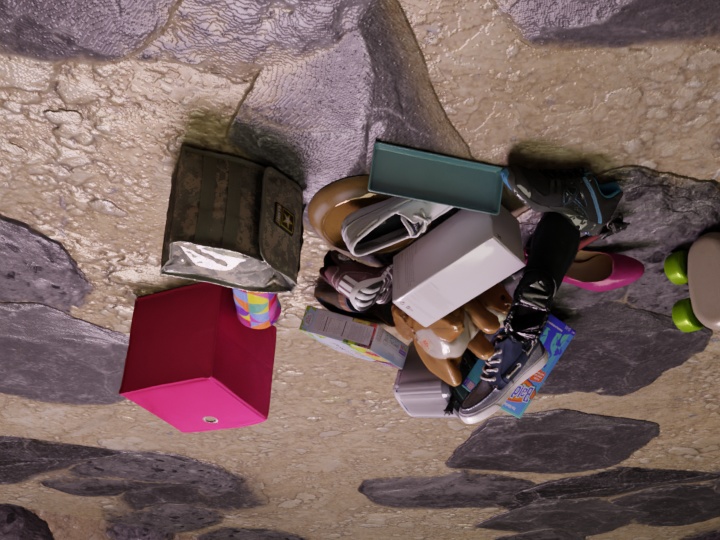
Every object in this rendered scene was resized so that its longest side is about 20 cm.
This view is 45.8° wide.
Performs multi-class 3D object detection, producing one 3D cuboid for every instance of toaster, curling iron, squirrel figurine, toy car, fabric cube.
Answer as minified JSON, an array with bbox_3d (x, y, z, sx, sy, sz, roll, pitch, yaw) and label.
[{"bbox_3d":[0.148,0.204,1.621,0.129,0.201,0.114,-10,131,35],"label":"toaster"},{"bbox_3d":[0.328,-0.037,1.343,0.199,0.026,0.050,-26,166,17],"label":"curling iron"},{"bbox_3d":[0.163,0.070,1.459,0.199,0.186,0.142,25,137,41],"label":"squirrel figurine"},{"bbox_3d":[0.629,0.021,1.381,0.199,0.159,0.164,4,164,-30],"label":"toy car"},{"bbox_3d":[-0.289,0.162,1.554,0.195,0.201,0.199,-11,147,20],"label":"fabric cube"}]

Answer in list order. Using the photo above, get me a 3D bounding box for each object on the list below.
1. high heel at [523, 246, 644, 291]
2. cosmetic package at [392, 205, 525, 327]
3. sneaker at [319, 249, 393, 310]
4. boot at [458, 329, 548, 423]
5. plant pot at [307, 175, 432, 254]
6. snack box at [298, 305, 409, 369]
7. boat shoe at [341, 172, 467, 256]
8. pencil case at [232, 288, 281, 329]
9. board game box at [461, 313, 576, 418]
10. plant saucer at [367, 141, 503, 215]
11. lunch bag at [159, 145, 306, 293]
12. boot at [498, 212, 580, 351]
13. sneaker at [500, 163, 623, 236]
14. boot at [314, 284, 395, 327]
[{"bbox_3d":[0.361,-0.009,1.387,0.199,0.068,0.096,-4,160,13],"label":"high heel"},{"bbox_3d":[0.146,-0.015,1.306,0.200,0.108,0.085,-33,124,31],"label":"cosmetic package"},{"bbox_3d":[0.000,0.000,1.401,0.115,0.076,0.200,34,-166,14],"label":"sneaker"},{"bbox_3d":[0.235,0.172,1.487,0.091,0.200,0.073,57,163,-22],"label":"boot"},{"bbox_3d":[0.017,-0.077,1.322,0.199,0.028,0.200,1,150,0],"label":"plant pot"},{"bbox_3d":[-0.008,0.124,1.550,0.141,0.053,0.200,15,169,24],"label":"snack box"},{"bbox_3d":[0.070,-0.075,1.237,0.199,0.066,0.074,-27,132,7],"label":"boat shoe"},{"bbox_3d":[-0.173,0.023,1.437,0.088,0.089,0.200,3,150,-5],"label":"pencil case"},{"bbox_3d":[0.297,0.163,1.584,0.152,0.045,0.201,29,95,-40],"label":"board game box"},{"bbox_3d":[0.107,-0.128,1.203,0.199,0.070,0.019,9,176,-14],"label":"plant saucer"},{"bbox_3d":[-0.171,-0.066,1.205,0.199,0.165,0.118,12,149,-19],"label":"lunch bag"},{"bbox_3d":[0.268,0.010,1.264,0.073,0.162,0.199,22,108,12],"label":"boot"},{"bbox_3d":[0.288,-0.121,1.223,0.199,0.073,0.082,17,123,-29],"label":"sneaker"},{"bbox_3d":[0.010,0.054,1.527,0.097,0.075,0.199,5,169,43],"label":"boot"}]
